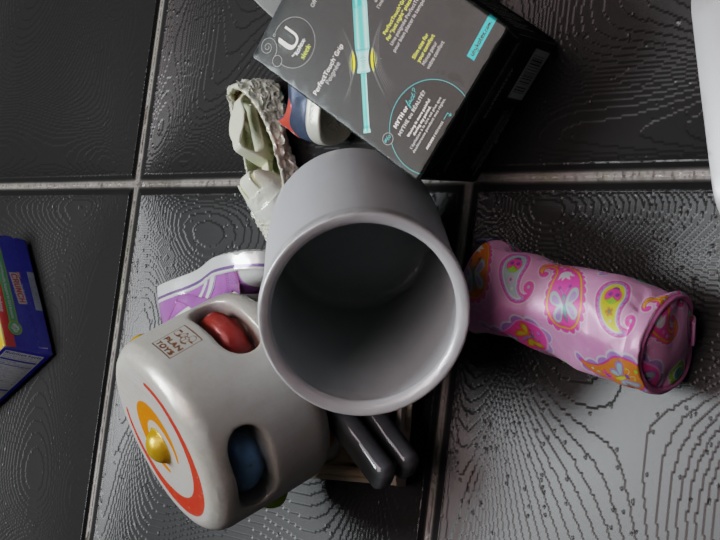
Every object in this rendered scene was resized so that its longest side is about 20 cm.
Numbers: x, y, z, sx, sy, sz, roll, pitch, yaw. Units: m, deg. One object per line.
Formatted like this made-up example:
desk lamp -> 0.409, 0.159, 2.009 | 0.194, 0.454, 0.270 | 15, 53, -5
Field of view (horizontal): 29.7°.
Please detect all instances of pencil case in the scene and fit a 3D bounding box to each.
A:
pencil case -> 0.170, 0.033, 1.085 | 0.199, 0.087, 0.089 | 19, 94, 44

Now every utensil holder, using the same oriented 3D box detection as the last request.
utensil holder -> 0.000, 0.000, 1.142 | 0.171, 0.169, 0.200 | -58, 12, 17

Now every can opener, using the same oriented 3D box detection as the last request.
can opener -> -0.021, 0.117, 1.213 | 0.200, 0.052, 0.067 | 47, 142, 33

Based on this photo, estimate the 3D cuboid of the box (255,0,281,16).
box -> -0.046, -0.361, 1.303 | 0.199, 0.097, 0.125 | -39, 31, 17

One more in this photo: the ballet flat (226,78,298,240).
ballet flat -> -0.102, -0.107, 1.380 | 0.071, 0.071, 0.202 | -30, 63, 35

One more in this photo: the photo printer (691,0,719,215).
photo printer -> 0.326, -0.126, 0.976 | 0.165, 0.069, 0.203 | -15, 71, 41

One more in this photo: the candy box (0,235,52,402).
candy box -> -0.481, 0.078, 1.691 | 0.199, 0.077, 0.171 | -39, 57, 30

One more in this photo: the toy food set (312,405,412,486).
toy food set -> -0.030, 0.123, 1.268 | 0.198, 0.060, 0.146 | -3, 79, 43

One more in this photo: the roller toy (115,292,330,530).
roller toy -> -0.129, 0.124, 1.194 | 0.202, 0.139, 0.182 | 59, 154, 7

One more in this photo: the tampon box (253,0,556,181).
tampon box -> 0.038, -0.193, 1.184 | 0.199, 0.126, 0.151 | 38, 108, 21

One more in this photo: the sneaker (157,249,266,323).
sneaker -> -0.133, 0.049, 1.380 | 0.200, 0.072, 0.116 | -25, 68, 49

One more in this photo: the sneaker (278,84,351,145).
sneaker -> -0.038, -0.228, 1.337 | 0.084, 0.074, 0.203 | 15, 90, 44
